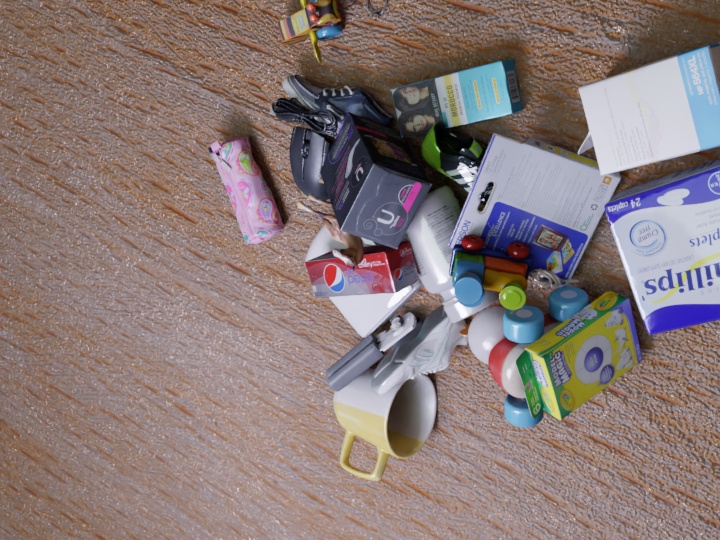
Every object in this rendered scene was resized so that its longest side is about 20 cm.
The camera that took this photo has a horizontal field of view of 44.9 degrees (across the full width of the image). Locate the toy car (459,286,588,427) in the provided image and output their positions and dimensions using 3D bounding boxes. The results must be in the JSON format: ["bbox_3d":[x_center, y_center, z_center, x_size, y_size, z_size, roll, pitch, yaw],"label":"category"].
[{"bbox_3d":[0.249,0.108,1.388,0.200,0.175,0.186,34,137,52],"label":"toy car"}]

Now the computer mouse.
[{"bbox_3d":[-0.091,-0.193,1.503,0.138,0.053,0.201,22,141,31],"label":"computer mouse"}]

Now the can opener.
[{"bbox_3d":[0.027,0.146,1.529,0.199,0.053,0.067,-36,115,10],"label":"can opener"}]

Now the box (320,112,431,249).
[{"bbox_3d":[0.019,-0.145,1.374,0.105,0.201,0.123,17,117,-22],"label":"box"}]

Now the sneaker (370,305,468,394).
[{"bbox_3d":[0.105,0.148,1.464,0.080,0.200,0.070,52,172,-20],"label":"sneaker"}]

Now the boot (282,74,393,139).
[{"bbox_3d":[-0.037,-0.287,1.481,0.200,0.073,0.091,42,116,5],"label":"boot"}]

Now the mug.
[{"bbox_3d":[0.023,0.253,1.550,0.152,0.187,0.150,10,132,39],"label":"mug"}]

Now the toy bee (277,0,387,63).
[{"bbox_3d":[-0.073,-0.424,1.430,0.200,0.108,0.132,-37,82,35],"label":"toy bee"}]

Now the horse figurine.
[{"bbox_3d":[-0.032,-0.086,1.413,0.132,0.200,0.050,34,114,-2],"label":"horse figurine"}]

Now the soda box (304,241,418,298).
[{"bbox_3d":[0.000,0.000,1.436,0.199,0.063,0.071,-5,104,46],"label":"soda box"}]

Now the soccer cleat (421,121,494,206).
[{"bbox_3d":[0.183,-0.157,1.352,0.199,0.068,0.081,32,151,8],"label":"soccer cleat"}]

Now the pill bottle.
[{"bbox_3d":[0.141,-0.024,1.414,0.114,0.114,0.201,-29,88,36],"label":"pill bottle"}]

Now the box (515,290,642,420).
[{"bbox_3d":[0.321,0.130,1.284,0.048,0.199,0.118,29,145,59],"label":"box"}]

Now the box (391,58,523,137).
[{"bbox_3d":[0.149,-0.269,1.369,0.198,0.049,0.083,-7,101,34],"label":"box"}]

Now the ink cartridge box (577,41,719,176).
[{"bbox_3d":[0.395,-0.215,1.178,0.198,0.128,0.127,-12,98,34],"label":"ink cartridge box"}]

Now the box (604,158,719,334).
[{"bbox_3d":[0.465,-0.036,1.205,0.183,0.105,0.202,-18,95,36],"label":"box"}]

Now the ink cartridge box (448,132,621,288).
[{"bbox_3d":[0.258,-0.093,1.315,0.198,0.047,0.199,21,119,1],"label":"ink cartridge box"}]

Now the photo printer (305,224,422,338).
[{"bbox_3d":[0.000,-0.005,1.539,0.200,0.069,0.166,51,125,9],"label":"photo printer"}]

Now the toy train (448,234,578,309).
[{"bbox_3d":[0.230,0.019,1.287,0.198,0.116,0.085,10,117,3],"label":"toy train"}]

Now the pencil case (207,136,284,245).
[{"bbox_3d":[-0.213,-0.150,1.624,0.087,0.087,0.202,-19,95,36],"label":"pencil case"}]
